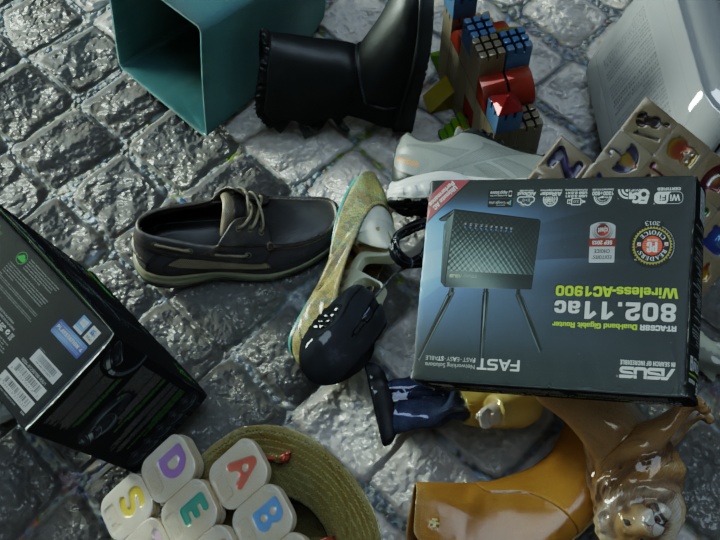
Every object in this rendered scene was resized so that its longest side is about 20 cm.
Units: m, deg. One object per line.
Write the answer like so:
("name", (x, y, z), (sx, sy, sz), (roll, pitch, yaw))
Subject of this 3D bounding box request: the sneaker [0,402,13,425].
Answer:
("sneaker", (-0.378, 0.111, 0.848), (0.198, 0.079, 0.079), (-2, 61, -30))

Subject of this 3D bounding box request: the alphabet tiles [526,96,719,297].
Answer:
("alphabet tiles", (0.201, -0.028, 0.800), (0.167, 0.008, 0.201), (39, 88, 2))

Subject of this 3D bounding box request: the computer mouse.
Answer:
("computer mouse", (0.021, 0.020, 0.859), (0.059, 0.034, 0.200), (48, 63, -13))

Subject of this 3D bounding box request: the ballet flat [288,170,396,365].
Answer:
("ballet flat", (0.000, 0.000, 0.909), (0.070, 0.071, 0.202), (17, 64, 11))

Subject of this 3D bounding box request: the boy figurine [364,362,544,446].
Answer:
("boy figurine", (0.106, 0.095, 0.835), (0.198, 0.065, 0.124), (-12, 17, 2))

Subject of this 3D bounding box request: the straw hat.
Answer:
("straw hat", (-0.046, 0.217, 0.763), (0.199, 0.085, 0.204), (-7, 75, 27))

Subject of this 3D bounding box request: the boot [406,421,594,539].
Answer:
("boot", (0.112, 0.178, 0.794), (0.142, 0.071, 0.203), (16, 68, -3))

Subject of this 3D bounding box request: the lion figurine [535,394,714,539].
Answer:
("lion figurine", (0.180, 0.106, 0.760), (0.122, 0.072, 0.201), (-41, 66, 5))

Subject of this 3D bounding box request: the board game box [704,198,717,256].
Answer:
("board game box", (0.184, -0.030, 0.879), (0.197, 0.151, 0.048), (0, 87, 0))

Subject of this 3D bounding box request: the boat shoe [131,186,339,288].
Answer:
("boat shoe", (-0.112, -0.034, 0.930), (0.198, 0.074, 0.075), (-13, 59, -8))

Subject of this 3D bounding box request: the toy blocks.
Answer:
("toy blocks", (0.126, -0.189, 0.986), (0.099, 0.137, 0.202), (-14, 60, -9))

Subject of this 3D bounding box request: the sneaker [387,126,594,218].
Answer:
("sneaker", (0.123, -0.093, 0.917), (0.197, 0.074, 0.080), (1, 78, 4))

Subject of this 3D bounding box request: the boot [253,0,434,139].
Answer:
("boot", (-0.018, -0.205, 0.968), (0.160, 0.199, 0.074), (6, 55, -4))

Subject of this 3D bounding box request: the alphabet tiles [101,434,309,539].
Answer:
("alphabet tiles", (-0.123, 0.227, 0.745), (0.195, 0.015, 0.201), (-41, 61, 15))

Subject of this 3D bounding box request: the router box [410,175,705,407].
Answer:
("router box", (0.140, 0.014, 0.728), (0.198, 0.062, 0.152), (0, 78, 24))

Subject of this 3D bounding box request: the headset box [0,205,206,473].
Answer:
("headset box", (-0.233, 0.058, 0.808), (0.093, 0.200, 0.174), (-46, 67, -6))

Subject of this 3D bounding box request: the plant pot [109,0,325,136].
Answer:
("plant pot", (-0.134, -0.272, 1.043), (0.141, 0.142, 0.200), (38, 58, 21))

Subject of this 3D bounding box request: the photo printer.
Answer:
("photo printer", (0.287, -0.160, 0.954), (0.069, 0.167, 0.202), (8, 56, -18))

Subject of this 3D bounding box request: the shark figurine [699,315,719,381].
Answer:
("shark figurine", (0.259, 0.073, 0.878), (0.213, 0.128, 0.090), (31, 88, -2))
